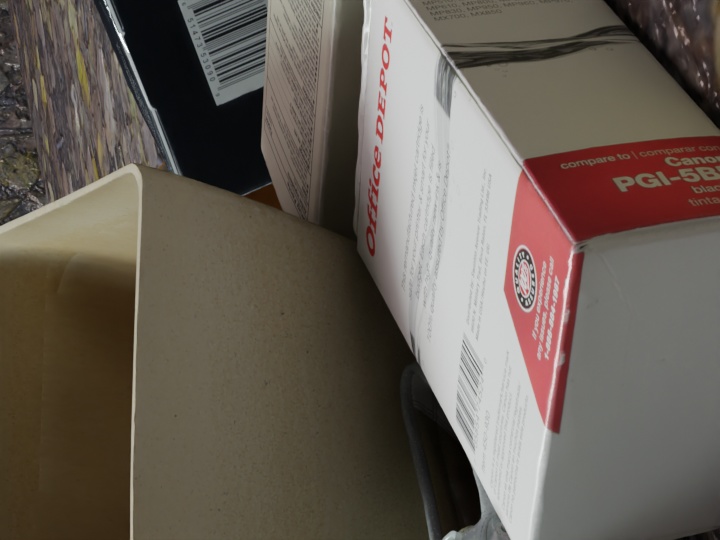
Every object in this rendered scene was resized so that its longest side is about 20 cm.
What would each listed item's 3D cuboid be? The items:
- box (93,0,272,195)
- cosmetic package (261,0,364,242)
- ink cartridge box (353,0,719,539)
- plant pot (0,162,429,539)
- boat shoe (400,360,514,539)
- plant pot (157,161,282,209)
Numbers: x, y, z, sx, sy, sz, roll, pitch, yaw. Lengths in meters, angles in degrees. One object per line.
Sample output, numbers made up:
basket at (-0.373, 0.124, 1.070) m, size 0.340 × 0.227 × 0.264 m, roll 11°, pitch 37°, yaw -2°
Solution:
box at (-0.100, -0.176, 1.010) m, size 0.197 × 0.123 × 0.201 m, roll -125°, pitch 13°, yaw -55°
cosmetic package at (0.009, -0.110, 0.800) m, size 0.201 × 0.087 × 0.104 m, roll 97°, pitch 157°, yaw -44°
ink cartridge box at (0.068, -0.014, 0.643) m, size 0.200 × 0.082 × 0.147 m, roll -117°, pitch 24°, yaw -49°
plant pot at (-0.064, 0.077, 0.790) m, size 0.199 × 0.176 × 0.201 m, roll -15°, pitch 71°, yaw 57°
boat shoe at (0.046, 0.104, 0.667) m, size 0.202 × 0.064 × 0.075 m, roll -86°, pitch 10°, yaw -54°
plant pot at (-0.101, 0.018, 1.111) m, size 0.183 × 0.199 × 0.201 m, roll 123°, pitch 137°, yaw -51°
